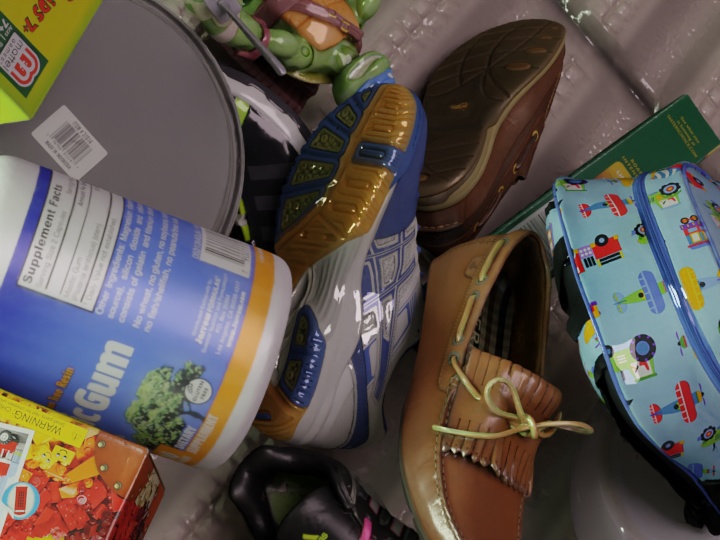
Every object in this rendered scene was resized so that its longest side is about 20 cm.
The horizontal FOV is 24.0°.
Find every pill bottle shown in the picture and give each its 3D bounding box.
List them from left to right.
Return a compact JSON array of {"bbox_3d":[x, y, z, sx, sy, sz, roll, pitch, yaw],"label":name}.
[{"bbox_3d":[-0.143,0.013,0.798,0.200,0.112,0.112,20,65,-15],"label":"pill bottle"}]

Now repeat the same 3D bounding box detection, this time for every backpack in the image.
[{"bbox_3d":[0.185,0.022,0.893,0.200,0.134,0.183,39,32,-51],"label":"backpack"}]

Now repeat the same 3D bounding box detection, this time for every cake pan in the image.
[{"bbox_3d":[-0.154,-0.061,0.876,0.200,0.037,0.201,1,88,-17],"label":"cake pan"}]

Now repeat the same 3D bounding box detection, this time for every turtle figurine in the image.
[{"bbox_3d":[-0.041,-0.188,0.945,0.144,0.200,0.194,-45,77,-2],"label":"turtle figurine"}]

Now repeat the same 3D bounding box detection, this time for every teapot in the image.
[{"bbox_3d":[0.214,0.154,1.029,0.200,0.146,0.198,-20,60,-15],"label":"teapot"}]

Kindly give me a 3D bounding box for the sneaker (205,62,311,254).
[{"bbox_3d":[-0.053,-0.029,0.950,0.200,0.072,0.083,47,58,-12],"label":"sneaker"}]

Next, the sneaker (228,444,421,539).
[{"bbox_3d":[-0.001,0.150,0.851,0.074,0.200,0.087,-54,136,3],"label":"sneaker"}]

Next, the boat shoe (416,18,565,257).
[{"bbox_3d":[0.077,-0.086,1.061,0.200,0.072,0.068,-56,141,-40],"label":"boat shoe"}]

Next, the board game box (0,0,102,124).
[{"bbox_3d":[-0.210,-0.113,0.794,0.048,0.200,0.102,49,53,-37],"label":"board game box"}]

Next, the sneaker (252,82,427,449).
[{"bbox_3d":[0.000,0.000,0.919,0.088,0.075,0.200,21,88,-41],"label":"sneaker"}]

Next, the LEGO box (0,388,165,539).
[{"bbox_3d":[-0.207,0.117,0.739,0.200,0.077,0.149,20,69,8],"label":"LEGO box"}]

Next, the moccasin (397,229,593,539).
[{"bbox_3d":[0.069,0.066,0.852,0.074,0.078,0.202,39,43,-26],"label":"moccasin"}]

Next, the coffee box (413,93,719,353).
[{"bbox_3d":[0.121,-0.027,1.029,0.200,0.123,0.044,-35,88,-36],"label":"coffee box"}]
